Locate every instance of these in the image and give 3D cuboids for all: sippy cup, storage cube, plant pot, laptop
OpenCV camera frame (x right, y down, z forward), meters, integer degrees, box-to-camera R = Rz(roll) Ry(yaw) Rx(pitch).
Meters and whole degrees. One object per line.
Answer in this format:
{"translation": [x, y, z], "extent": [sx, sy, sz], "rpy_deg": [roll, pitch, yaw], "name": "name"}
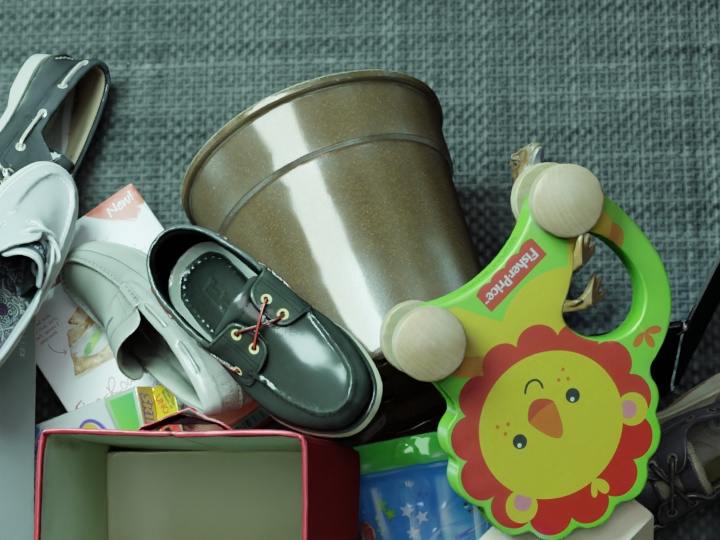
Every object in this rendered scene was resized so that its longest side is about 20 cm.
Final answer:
{"translation": [0.052, 0.180, 1.510], "extent": [0.176, 0.140, 0.131], "rpy_deg": [-11, 82, 16], "name": "sippy cup"}
{"translation": [-0.097, 0.191, 1.378], "extent": [0.169, 0.180, 0.202], "rpy_deg": [0, 82, 11], "name": "storage cube"}
{"translation": [0.000, 0.000, 1.512], "extent": [0.199, 0.201, 0.199], "rpy_deg": [-23, 62, -2], "name": "plant pot"}
{"translation": [0.185, 0.022, 1.514], "extent": [0.198, 0.177, 0.104], "rpy_deg": [-9, 71, 2], "name": "laptop"}

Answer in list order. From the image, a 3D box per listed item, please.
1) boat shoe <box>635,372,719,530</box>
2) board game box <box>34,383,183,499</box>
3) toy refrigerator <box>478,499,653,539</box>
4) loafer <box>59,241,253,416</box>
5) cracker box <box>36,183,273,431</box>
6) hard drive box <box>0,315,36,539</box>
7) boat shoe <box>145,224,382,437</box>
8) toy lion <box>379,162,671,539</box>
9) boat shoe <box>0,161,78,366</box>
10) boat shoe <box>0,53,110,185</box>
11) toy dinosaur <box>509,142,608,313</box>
{"translation": [0.220, 0.135, 1.513], "extent": [0.199, 0.065, 0.072], "rpy_deg": [-30, 108, -17], "name": "boat shoe"}
{"translation": [-0.206, 0.152, 1.545], "extent": [0.199, 0.030, 0.096], "rpy_deg": [-21, 75, 25], "name": "board game box"}
{"translation": [0.098, 0.219, 1.417], "extent": [0.076, 0.070, 0.200], "rpy_deg": [36, 66, 28], "name": "toy refrigerator"}
{"translation": [-0.148, 0.039, 1.512], "extent": [0.070, 0.070, 0.199], "rpy_deg": [-33, 44, -32], "name": "loafer"}
{"translation": [-0.165, 0.056, 1.601], "extent": [0.134, 0.058, 0.200], "rpy_deg": [-35, 72, -5], "name": "cracker box"}
{"translation": [-0.307, 0.106, 1.554], "extent": [0.155, 0.077, 0.202], "rpy_deg": [-17, 67, 38], "name": "hard drive box"}
{"translation": [-0.066, 0.039, 1.403], "extent": [0.074, 0.063, 0.201], "rpy_deg": [-51, 53, 0], "name": "boat shoe"}
{"translation": [0.122, 0.061, 1.387], "extent": [0.192, 0.069, 0.200], "rpy_deg": [45, 85, -10], "name": "toy lion"}
{"translation": [-0.238, -0.001, 1.494], "extent": [0.072, 0.068, 0.201], "rpy_deg": [48, 49, -20], "name": "boat shoe"}
{"translation": [-0.238, -0.080, 1.624], "extent": [0.060, 0.074, 0.201], "rpy_deg": [0, 49, 22], "name": "boat shoe"}
{"translation": [0.120, 0.007, 1.599], "extent": [0.106, 0.060, 0.201], "rpy_deg": [6, 66, 33], "name": "toy dinosaur"}
